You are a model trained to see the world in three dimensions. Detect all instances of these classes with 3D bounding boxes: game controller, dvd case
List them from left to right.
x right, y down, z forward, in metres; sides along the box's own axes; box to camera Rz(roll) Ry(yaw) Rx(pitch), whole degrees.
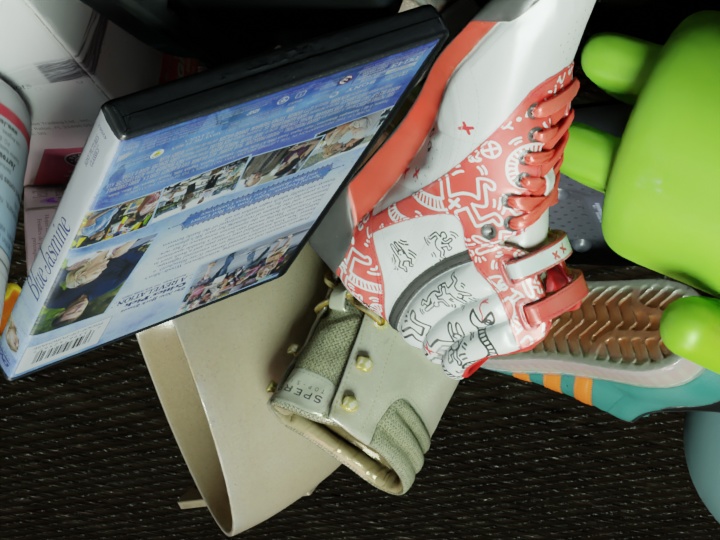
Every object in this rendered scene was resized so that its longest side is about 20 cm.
[{"bbox_3d":[-0.058,-0.113,0.626,0.104,0.042,0.200,-13,165,18],"label":"game controller"},{"bbox_3d":[-0.060,-0.026,0.717,0.142,0.018,0.200,-22,163,-31],"label":"dvd case"}]

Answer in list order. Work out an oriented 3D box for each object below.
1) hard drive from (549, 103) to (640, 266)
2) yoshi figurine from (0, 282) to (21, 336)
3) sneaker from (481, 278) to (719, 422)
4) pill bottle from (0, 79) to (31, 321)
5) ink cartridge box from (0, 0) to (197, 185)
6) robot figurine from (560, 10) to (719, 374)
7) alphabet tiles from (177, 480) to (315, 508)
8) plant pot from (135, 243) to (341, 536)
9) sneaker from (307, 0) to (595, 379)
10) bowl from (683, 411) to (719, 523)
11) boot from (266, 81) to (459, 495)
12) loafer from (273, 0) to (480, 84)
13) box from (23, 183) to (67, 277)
[{"bbox_3d":[0.178,-0.042,0.922,0.199,0.042,0.135,0,158,19],"label":"hard drive"},{"bbox_3d":[-0.265,0.030,0.870,0.200,0.113,0.112,-18,137,16],"label":"yoshi figurine"},{"bbox_3d":[0.120,0.042,0.970,0.200,0.071,0.080,13,156,51],"label":"sneaker"},{"bbox_3d":[-0.198,0.018,0.730,0.108,0.201,0.109,5,159,2],"label":"pill bottle"},{"bbox_3d":[-0.172,-0.112,0.784,0.146,0.083,0.200,0,158,16],"label":"ink cartridge box"},{"bbox_3d":[0.183,-0.039,0.787,0.200,0.176,0.116,24,-179,17],"label":"robot figurine"},{"bbox_3d":[-0.024,0.077,1.114,0.167,0.200,0.008,-11,116,36],"label":"alphabet tiles"},{"bbox_3d":[-0.045,0.027,0.999,0.134,0.201,0.200,-20,163,-13],"label":"plant pot"},{"bbox_3d":[0.066,-0.038,0.761,0.108,0.067,0.201,46,130,8],"label":"sneaker"},{"bbox_3d":[0.264,0.052,0.975,0.200,0.201,0.105,-2,138,19],"label":"bowl"},{"bbox_3d":[0.000,0.000,0.882,0.072,0.155,0.200,11,150,47],"label":"boot"},{"bbox_3d":[-0.038,-0.071,0.800,0.200,0.063,0.072,-36,-176,21],"label":"loafer"},{"bbox_3d":[-0.146,-0.029,0.906,0.039,0.042,0.200,-4,-169,-9],"label":"box"}]
